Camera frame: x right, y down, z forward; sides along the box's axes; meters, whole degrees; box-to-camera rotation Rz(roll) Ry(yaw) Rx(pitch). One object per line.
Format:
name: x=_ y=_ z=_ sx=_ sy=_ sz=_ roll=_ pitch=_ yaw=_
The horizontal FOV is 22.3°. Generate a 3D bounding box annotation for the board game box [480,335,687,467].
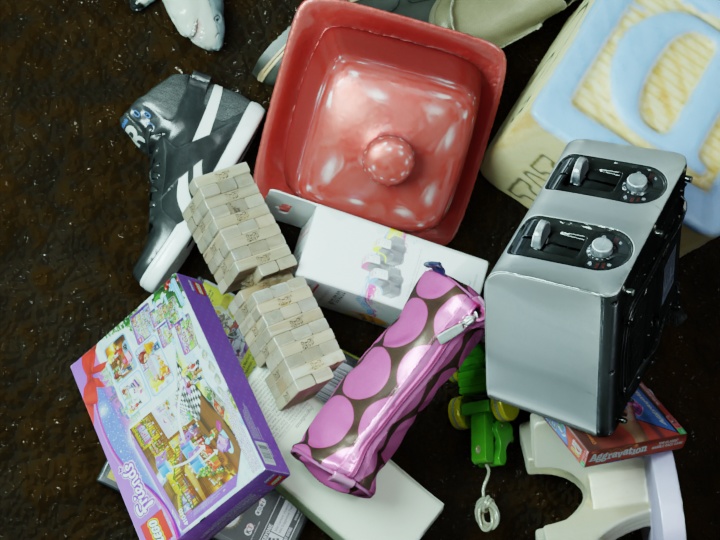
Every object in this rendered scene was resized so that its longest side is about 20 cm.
board game box: x=0.181 y=0.090 z=1.558 sx=0.102 sy=0.020 sz=0.200 roll=-8 pitch=39 yaw=-27

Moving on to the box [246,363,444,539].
box: x=-0.031 y=0.168 z=1.560 sx=0.200 sy=0.068 sz=0.082 roll=42 pitch=77 yaw=-1

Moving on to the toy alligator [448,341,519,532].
toy alligator: x=0.117 y=0.131 z=1.628 sx=0.054 sy=0.059 sz=0.202 roll=9 pitch=73 yaw=-50

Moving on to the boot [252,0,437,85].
boot: x=0.015 y=-0.192 z=1.664 sx=0.199 sy=0.077 sz=0.139 roll=-36 pitch=92 yaw=-13

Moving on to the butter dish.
butter dish: x=0.020 y=-0.112 z=1.581 sx=0.198 sy=0.148 sz=0.201 roll=14 pitch=108 yaw=-9

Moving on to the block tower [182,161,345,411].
block tower: x=-0.082 y=0.013 z=1.531 sx=0.054 sy=0.058 sz=0.201 roll=-20 pitch=76 yaw=-29

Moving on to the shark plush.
shark plush: x=-0.150 y=-0.300 z=1.678 sx=0.083 sy=0.091 sz=0.201 roll=20 pitch=54 yaw=-25

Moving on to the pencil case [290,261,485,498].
pencil case: x=0.030 y=0.094 z=1.489 sx=0.091 sy=0.094 sz=0.201 roll=38 pitch=85 yaw=-26

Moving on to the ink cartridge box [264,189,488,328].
ink cartridge box: x=0.000 y=0.000 z=1.599 sx=0.199 sy=0.115 sz=0.068 roll=19 pitch=78 yaw=-6

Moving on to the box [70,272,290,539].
box: x=-0.153 y=0.123 z=1.517 sx=0.137 sy=0.039 sz=0.201 roll=-39 pitch=59 yaw=21

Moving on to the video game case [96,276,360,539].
video game case: x=-0.106 y=0.134 z=1.602 sx=0.180 sy=0.026 sz=0.201 roll=27 pitch=77 yaw=-4

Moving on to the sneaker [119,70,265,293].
sneaker: x=-0.176 y=-0.085 z=1.614 sx=0.111 sy=0.073 sz=0.201 roll=29 pitch=68 yaw=0

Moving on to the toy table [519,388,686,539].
toy table: x=0.207 y=0.190 z=1.579 sx=0.116 sy=0.200 sz=0.185 roll=-6 pitch=113 yaw=-1

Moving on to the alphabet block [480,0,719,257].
alphabet block: x=0.248 y=-0.134 z=1.625 sx=0.196 sy=0.200 sz=0.196 roll=35 pitch=75 yaw=-2

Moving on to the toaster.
toaster: x=0.188 y=0.017 z=1.485 sx=0.118 sy=0.201 sz=0.181 roll=16 pitch=48 yaw=21

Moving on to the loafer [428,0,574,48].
loafer: x=0.144 y=-0.254 z=1.672 sx=0.200 sy=0.067 sz=0.076 roll=-35 pitch=95 yaw=-31
